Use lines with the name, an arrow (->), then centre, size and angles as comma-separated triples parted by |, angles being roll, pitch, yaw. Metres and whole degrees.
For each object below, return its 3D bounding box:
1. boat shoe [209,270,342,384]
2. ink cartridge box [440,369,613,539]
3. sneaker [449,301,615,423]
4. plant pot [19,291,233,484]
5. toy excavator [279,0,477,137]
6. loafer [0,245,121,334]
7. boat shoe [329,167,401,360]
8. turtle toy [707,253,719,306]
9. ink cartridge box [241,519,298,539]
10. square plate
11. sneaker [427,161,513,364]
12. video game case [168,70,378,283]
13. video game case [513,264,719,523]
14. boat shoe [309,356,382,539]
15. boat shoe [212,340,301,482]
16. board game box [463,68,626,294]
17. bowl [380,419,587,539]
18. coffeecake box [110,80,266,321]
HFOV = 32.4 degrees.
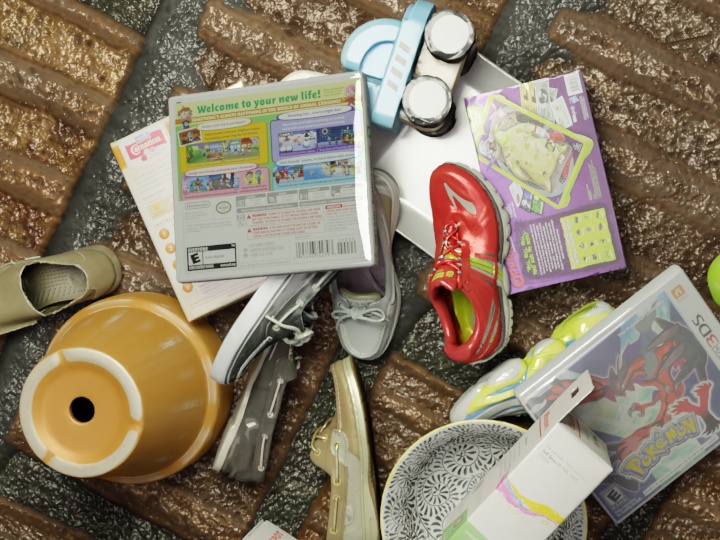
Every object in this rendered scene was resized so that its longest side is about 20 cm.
boat shoe -> -0.071, 0.041, 1.213 | 0.068, 0.074, 0.199 | 37, 96, 3
ink cartridge box -> 0.164, 0.190, 1.129 | 0.067, 0.117, 0.200 | 42, 99, 3
sneaker -> 0.191, 0.123, 1.238 | 0.200, 0.076, 0.105 | -36, 88, 8
plant pot -> -0.247, 0.128, 1.253 | 0.200, 0.183, 0.201 | 0, 93, 9
toy excavator -> -0.004, -0.180, 1.207 | 0.200, 0.100, 0.195 | 19, 92, 7
loafer -> -0.356, 0.020, 1.322 | 0.200, 0.067, 0.076 | -21, 90, 9
boat shoe -> 0.002, -0.001, 1.252 | 0.074, 0.065, 0.202 | 11, 110, 15
turtle toy -> 0.432, 0.024, 1.181 | 0.200, 0.101, 0.146 | 15, 95, 8
ink cartridge box -> -0.049, 0.352, 1.253 | 0.200, 0.147, 0.083 | 31, 97, 7
square plate -> 0.105, -0.111, 1.262 | 0.200, 0.028, 0.198 | 35, 98, 6
sneaker -> 0.099, -0.007, 1.202 | 0.077, 0.085, 0.200 | -8, 95, 41
video game case -> -0.084, -0.086, 1.172 | 0.200, 0.022, 0.182 | -5, 85, 17
video game case -> 0.277, 0.123, 1.208 | 0.200, 0.023, 0.182 | -38, 108, 2
boat shoe -> -0.019, 0.190, 1.276 | 0.066, 0.074, 0.200 | -6, 92, 4
boat shoe -> -0.094, 0.127, 1.292 | 0.057, 0.067, 0.200 | 21, 98, -9
board game box -> 0.182, -0.087, 1.224 | 0.120, 0.032, 0.200 | -13, 91, 6
bowl -> 0.125, 0.241, 1.245 | 0.200, 0.094, 0.201 | 0, 93, 8
coffeecake box -> -0.142, -0.071, 1.280 | 0.153, 0.073, 0.200 | -24, 89, 8
